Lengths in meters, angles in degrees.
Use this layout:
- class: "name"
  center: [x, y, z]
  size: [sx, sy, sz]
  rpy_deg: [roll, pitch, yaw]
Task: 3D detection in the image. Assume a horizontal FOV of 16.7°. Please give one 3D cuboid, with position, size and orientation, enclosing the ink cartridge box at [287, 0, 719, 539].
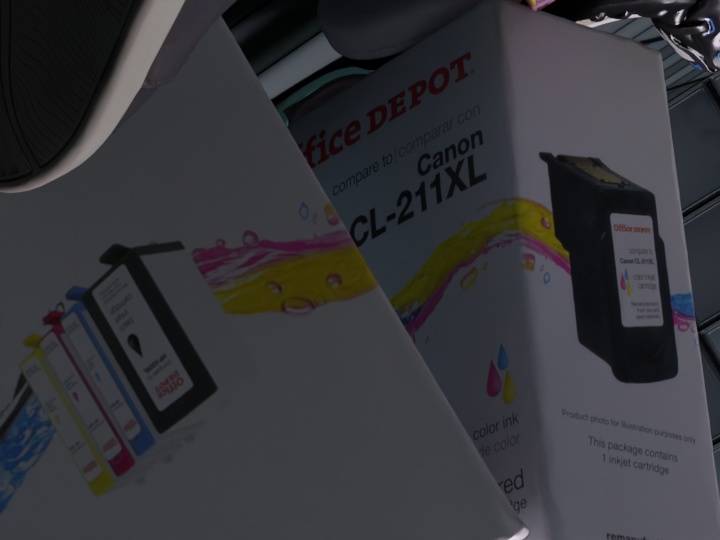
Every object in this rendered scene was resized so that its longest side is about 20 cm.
- class: "ink cartridge box"
  center: [0.036, 0.030, 0.833]
  size: [0.083, 0.201, 0.146]
  rpy_deg: [13, 152, -37]

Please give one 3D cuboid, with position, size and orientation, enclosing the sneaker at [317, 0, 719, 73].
- class: "sneaker"
  center: [0.089, -0.101, 0.881]
  size: [0.199, 0.112, 0.073]
  rpy_deg: [-32, -141, -6]

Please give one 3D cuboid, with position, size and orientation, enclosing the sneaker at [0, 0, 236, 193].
- class: "sneaker"
  center: [-0.027, -0.084, 0.525]
  size: [0.106, 0.075, 0.200]
  rpy_deg: [-26, 173, -36]

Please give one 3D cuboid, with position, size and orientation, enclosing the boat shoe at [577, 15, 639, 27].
- class: "boat shoe"
  center: [0.105, -0.138, 0.973]
  size: [0.201, 0.075, 0.065]
  rpy_deg: [-22, 175, -7]

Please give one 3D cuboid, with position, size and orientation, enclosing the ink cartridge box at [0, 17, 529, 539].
- class: "ink cartridge box"
  center: [-0.072, 0.027, 0.687]
  size: [0.144, 0.201, 0.147]
  rpy_deg: [-30, 177, -8]

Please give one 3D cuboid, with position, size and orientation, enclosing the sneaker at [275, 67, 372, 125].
- class: "sneaker"
  center: [-0.057, -0.018, 1.194]
  size: [0.199, 0.078, 0.140]
  rpy_deg: [-31, 176, -2]

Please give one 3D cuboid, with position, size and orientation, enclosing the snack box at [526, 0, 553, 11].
- class: "snack box"
  center: [0.101, -0.155, 0.702]
  size: [0.168, 0.068, 0.200]
  rpy_deg: [-33, 175, 5]
